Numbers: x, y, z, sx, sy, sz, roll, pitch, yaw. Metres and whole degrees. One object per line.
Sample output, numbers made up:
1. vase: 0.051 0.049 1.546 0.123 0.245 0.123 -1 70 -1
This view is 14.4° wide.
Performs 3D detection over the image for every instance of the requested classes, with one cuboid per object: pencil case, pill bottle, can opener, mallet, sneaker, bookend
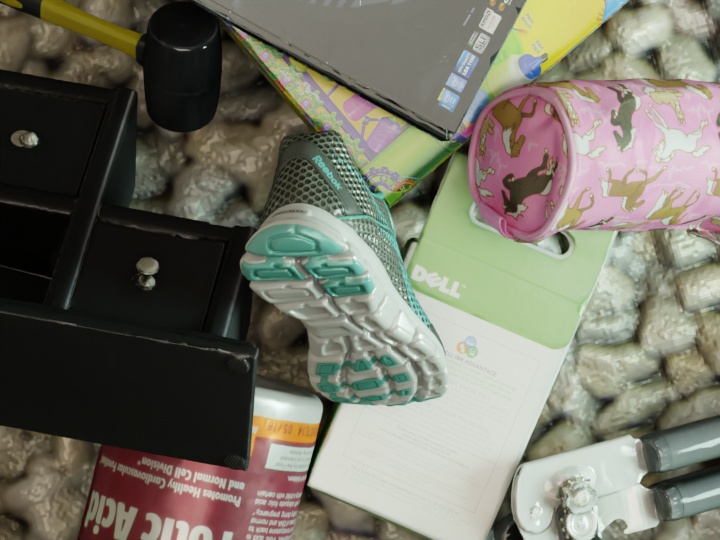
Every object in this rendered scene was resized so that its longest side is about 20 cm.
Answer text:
1. pencil case: 0.145 -0.057 1.497 0.199 0.083 0.087 -1 80 -43
2. pill bottle: -0.097 0.152 1.535 0.114 0.114 0.201 14 91 -2
3. can opener: 0.167 0.110 1.561 0.199 0.066 0.053 -14 95 -16
4. mallet: -0.160 -0.129 1.504 0.199 0.066 0.041 19 49 22
5. sneaker: 0.000 0.000 1.452 0.077 0.200 0.092 -4 59 14
6. bookend: -0.134 -0.016 1.476 0.199 0.092 0.199 11 48 4

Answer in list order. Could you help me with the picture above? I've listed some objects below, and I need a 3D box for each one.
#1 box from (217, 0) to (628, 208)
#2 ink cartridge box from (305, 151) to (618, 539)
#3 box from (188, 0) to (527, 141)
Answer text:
1. box: 0.019 -0.169 1.521 0.192 0.122 0.200 -40 92 0
2. ink cartridge box: 0.055 0.045 1.561 0.103 0.059 0.201 23 92 -2
3. box: 0.023 -0.190 1.439 0.160 0.044 0.201 29 90 -3
